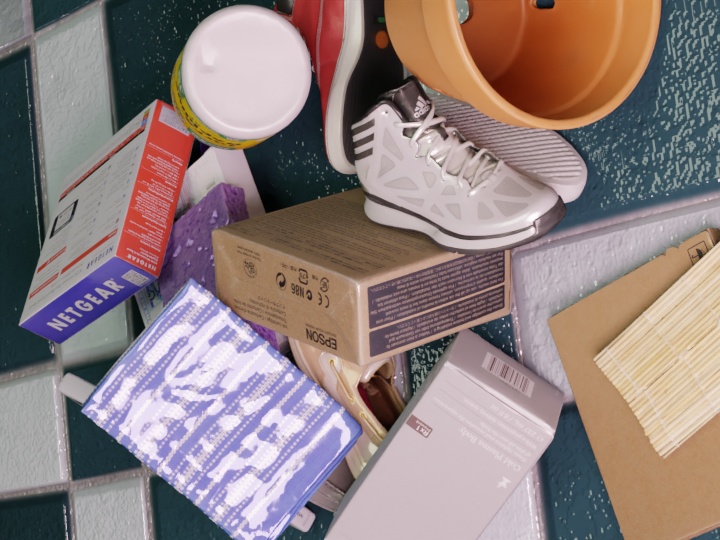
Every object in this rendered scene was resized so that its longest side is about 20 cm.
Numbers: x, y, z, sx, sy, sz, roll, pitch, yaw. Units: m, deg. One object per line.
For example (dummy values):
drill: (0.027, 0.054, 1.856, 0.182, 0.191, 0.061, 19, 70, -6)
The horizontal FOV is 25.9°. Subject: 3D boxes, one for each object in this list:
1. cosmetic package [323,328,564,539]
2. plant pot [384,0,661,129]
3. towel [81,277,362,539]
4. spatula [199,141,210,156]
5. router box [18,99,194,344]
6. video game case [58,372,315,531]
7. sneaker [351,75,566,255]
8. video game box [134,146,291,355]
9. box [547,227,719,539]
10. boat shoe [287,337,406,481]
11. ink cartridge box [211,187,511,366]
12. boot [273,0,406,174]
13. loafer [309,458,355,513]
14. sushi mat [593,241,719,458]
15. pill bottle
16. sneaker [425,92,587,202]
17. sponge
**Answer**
cosmetic package: (0.066, 0.158, 1.258, 0.106, 0.090, 0.201, 31, 112, 1)
plant pot: (0.110, -0.208, 1.200, 0.140, 0.199, 0.202, 6, 92, 59)
towel: (-0.112, 0.124, 1.293, 0.145, 0.200, 0.024, -48, 14, 0)
spatula: (-0.120, -0.083, 1.510, 0.056, 0.020, 0.201, -35, 69, 44)
router box: (-0.245, -0.044, 1.518, 0.200, 0.049, 0.181, -29, 42, 47)
video game case: (-0.159, 0.166, 1.436, 0.199, 0.182, 0.023, 19, 74, 42)
sneaker: (0.062, -0.084, 1.200, 0.200, 0.076, 0.116, 13, 133, 44)
video game box: (-0.145, 0.012, 1.499, 0.182, 0.047, 0.201, -33, 71, 40)
box: (0.234, 0.094, 1.169, 0.163, 0.021, 0.201, -33, 67, 37)
boat shoe: (0.002, 0.094, 1.360, 0.069, 0.074, 0.201, -36, 75, 32)
ink cartridge box: (0.000, 0.000, 1.279, 0.199, 0.164, 0.076, 19, 118, 49)
boot: (-0.029, -0.187, 1.406, 0.144, 0.072, 0.202, 5, 91, 50)
loafer: (-0.058, 0.136, 1.385, 0.200, 0.070, 0.070, 40, 129, 14)
sushi mat: (0.259, 0.039, 1.125, 0.200, 0.012, 0.096, -47, 57, 28)
pill bottle: (-0.112, -0.166, 1.397, 0.200, 0.112, 0.114, -176, 90, -79)
sneaker: (0.100, -0.083, 1.287, 0.199, 0.074, 0.082, 27, 136, 36)
sponge: (-0.130, 0.032, 1.393, 0.111, 0.030, 0.201, -38, 51, 33)
